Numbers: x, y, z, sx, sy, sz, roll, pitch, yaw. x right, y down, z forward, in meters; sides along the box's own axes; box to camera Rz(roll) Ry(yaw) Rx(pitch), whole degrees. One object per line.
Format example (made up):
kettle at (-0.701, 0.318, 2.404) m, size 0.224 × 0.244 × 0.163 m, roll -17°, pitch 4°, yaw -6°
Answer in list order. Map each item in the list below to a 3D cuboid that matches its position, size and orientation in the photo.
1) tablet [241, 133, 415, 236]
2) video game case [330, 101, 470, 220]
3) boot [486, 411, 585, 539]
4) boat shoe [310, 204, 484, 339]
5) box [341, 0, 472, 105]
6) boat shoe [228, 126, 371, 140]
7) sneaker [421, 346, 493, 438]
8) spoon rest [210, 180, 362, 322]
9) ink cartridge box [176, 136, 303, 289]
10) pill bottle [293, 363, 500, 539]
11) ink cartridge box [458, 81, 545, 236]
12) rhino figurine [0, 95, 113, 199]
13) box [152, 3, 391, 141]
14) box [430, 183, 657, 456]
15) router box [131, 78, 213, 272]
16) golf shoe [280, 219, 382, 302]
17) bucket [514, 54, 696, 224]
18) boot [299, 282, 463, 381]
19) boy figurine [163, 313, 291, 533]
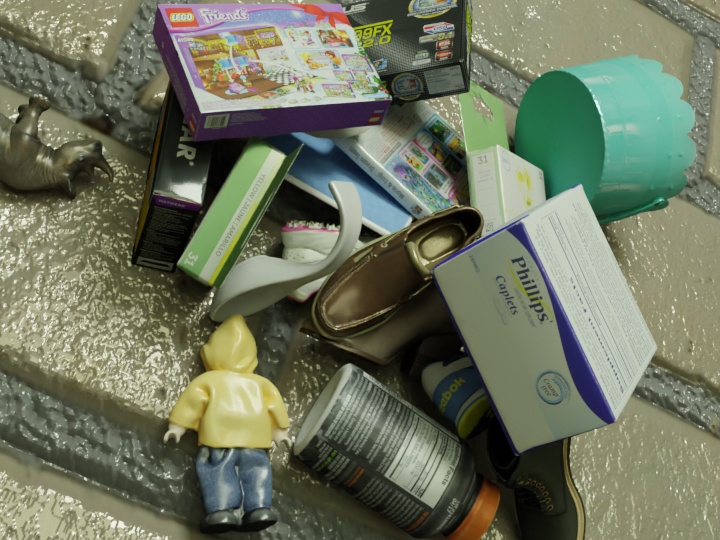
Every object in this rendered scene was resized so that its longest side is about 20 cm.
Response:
tablet at (-0.025, -0.109, 0.969) m, size 0.198 × 0.014 × 0.131 m, roll 30°, pitch 36°, yaw 3°
video game case at (0.073, -0.135, 1.020) m, size 0.182 × 0.024 × 0.200 m, roll 42°, pitch 36°, yaw -2°
boot at (0.164, 0.221, 0.854) m, size 0.137 × 0.076 × 0.205 m, roll -4°, pitch 86°, yaw -60°
boat shoe at (0.039, -0.007, 0.845) m, size 0.201 × 0.075 × 0.075 m, roll -37°, pitch 90°, yaw -19°
box at (0.030, -0.257, 1.001) m, size 0.196 × 0.045 × 0.162 m, roll -6°, pitch 48°, yaw 16°
boat shoe at (-0.083, -0.179, 0.931) m, size 0.196 × 0.061 × 0.074 m, roll 3°, pitch 31°, yaw 23°
sneaker at (0.139, 0.111, 0.927) m, size 0.082 × 0.075 × 0.198 m, roll 35°, pitch 25°, yaw 28°
spoon rest at (-0.071, -0.003, 0.837) m, size 0.099 × 0.199 × 0.061 m, roll -4°, pitch 58°, yaw -56°
ink cartridge box at (-0.118, -0.056, 0.811) m, size 0.047 × 0.200 × 0.147 m, roll 30°, pitch 84°, yaw -8°
pill bottle at (0.040, 0.189, 0.847) m, size 0.198 × 0.106 × 0.107 m, roll 35°, pitch 58°, yaw -5°
ink cartridge box at (0.169, -0.125, 1.015) m, size 0.145 × 0.047 × 0.205 m, roll 12°, pitch 72°, yaw -58°
rhino figurine at (-0.339, -0.128, 0.853) m, size 0.197 × 0.060 × 0.089 m, roll 23°, pitch 73°, yaw -15°
box at (-0.083, -0.193, 0.820) m, size 0.196 × 0.039 × 0.139 m, roll -9°, pitch 60°, yaw -29°
box at (0.178, 0.038, 0.806) m, size 0.199 × 0.104 × 0.187 m, roll -25°, pitch 89°, yaw -58°
router box at (-0.181, -0.122, 0.868) m, size 0.050 × 0.149 × 0.204 m, roll 13°, pitch 62°, yaw -17°
golf shoe at (0.000, 0.000, 0.949) m, size 0.196 × 0.075 × 0.094 m, roll 7°, pitch 91°, yaw -25°
bucket at (0.294, -0.161, 1.070) m, size 0.132 × 0.207 × 0.211 m, roll -9°, pitch 70°, yaw -24°
boot at (0.044, 0.029, 0.912) m, size 0.198 × 0.070 × 0.149 m, roll 23°, pitch 89°, yaw -33°
boy figurine at (-0.127, 0.142, 0.820) m, size 0.122 × 0.064 × 0.204 m, roll 1°, pitch 66°, yaw -23°
